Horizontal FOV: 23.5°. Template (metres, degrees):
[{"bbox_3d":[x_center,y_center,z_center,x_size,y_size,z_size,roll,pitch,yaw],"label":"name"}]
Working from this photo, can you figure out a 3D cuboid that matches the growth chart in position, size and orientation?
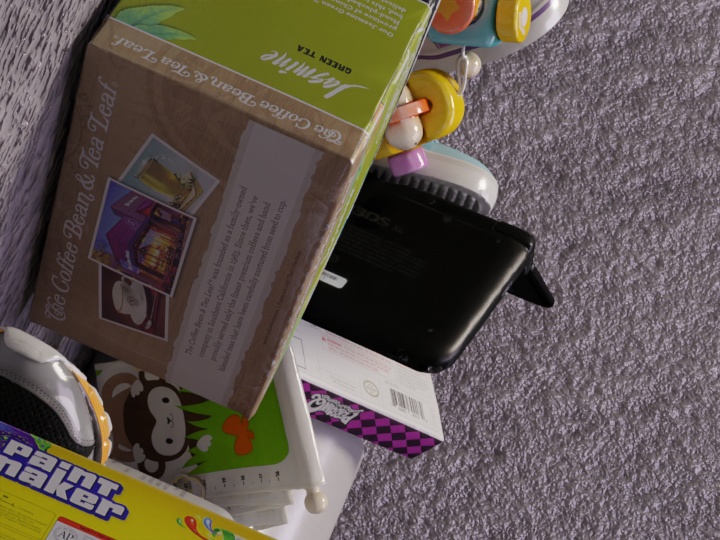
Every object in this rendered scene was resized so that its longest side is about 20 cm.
[{"bbox_3d":[-0.108,0.104,1.031,0.200,0.145,0.018,-24,176,29],"label":"growth chart"}]

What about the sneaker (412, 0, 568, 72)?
[{"bbox_3d":[0.020,-0.182,1.044,0.073,0.200,0.114,-64,142,-37],"label":"sneaker"}]

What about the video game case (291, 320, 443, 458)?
[{"bbox_3d":[-0.034,0.017,1.154,0.036,0.200,0.181,-33,-129,27],"label":"video game case"}]

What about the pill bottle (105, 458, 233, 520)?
[{"bbox_3d":[-0.128,0.173,0.968,0.114,0.200,0.115,23,90,-89],"label":"pill bottle"}]

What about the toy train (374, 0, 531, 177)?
[{"bbox_3d":[0.005,-0.138,0.997,0.200,0.150,0.056,-48,172,24],"label":"toy train"}]

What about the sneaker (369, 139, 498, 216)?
[{"bbox_3d":[0.009,-0.093,1.099,0.082,0.200,0.074,-63,148,-11],"label":"sneaker"}]

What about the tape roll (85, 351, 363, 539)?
[{"bbox_3d":[-0.113,0.147,1.184,0.203,0.202,0.139,112,3,-62],"label":"tape roll"}]

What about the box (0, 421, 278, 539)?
[{"bbox_3d":[-0.139,0.186,0.713,0.122,0.200,0.193,-66,180,-58],"label":"box"}]

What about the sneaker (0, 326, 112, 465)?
[{"bbox_3d":[-0.174,0.111,0.804,0.077,0.078,0.200,-50,165,-53],"label":"sneaker"}]

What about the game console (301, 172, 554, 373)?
[{"bbox_3d":[0.000,0.000,1.052,0.176,0.200,0.117,-51,155,-38],"label":"game console"}]

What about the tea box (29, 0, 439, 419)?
[{"bbox_3d":[-0.059,-0.072,0.882,0.200,0.133,0.197,113,2,-47],"label":"tea box"}]
